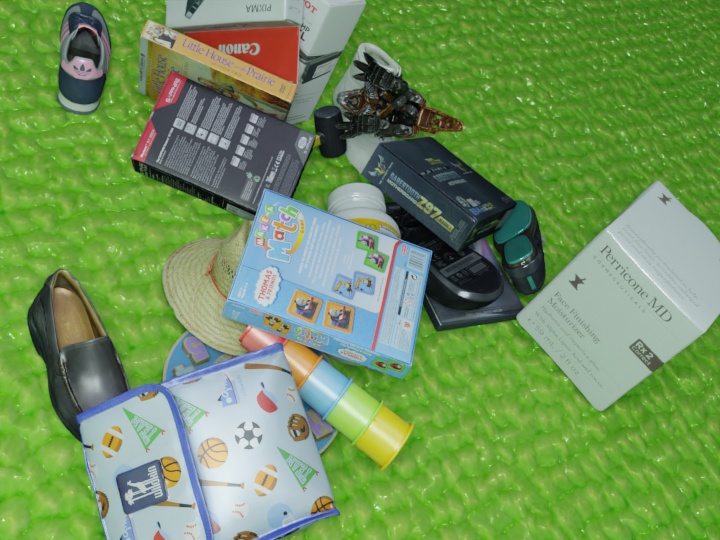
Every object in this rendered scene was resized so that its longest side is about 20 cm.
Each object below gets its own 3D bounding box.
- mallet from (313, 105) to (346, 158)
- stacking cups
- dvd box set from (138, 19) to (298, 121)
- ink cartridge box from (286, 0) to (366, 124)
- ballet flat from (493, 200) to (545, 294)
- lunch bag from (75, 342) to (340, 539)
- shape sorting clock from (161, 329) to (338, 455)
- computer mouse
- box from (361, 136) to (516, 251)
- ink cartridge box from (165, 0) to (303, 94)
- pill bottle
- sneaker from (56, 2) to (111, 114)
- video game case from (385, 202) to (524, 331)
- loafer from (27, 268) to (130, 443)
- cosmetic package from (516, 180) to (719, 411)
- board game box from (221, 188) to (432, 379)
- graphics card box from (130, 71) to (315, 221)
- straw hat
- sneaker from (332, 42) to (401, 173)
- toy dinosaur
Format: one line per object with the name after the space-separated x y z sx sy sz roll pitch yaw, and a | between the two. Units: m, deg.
-0.094 -0.160 1.229 0.041 0.067 0.199 22 37 39 | mallet
-0.040 0.123 0.961 0.199 0.061 0.061 37 44 -1 | stacking cups
-0.185 -0.230 1.190 0.197 0.146 0.030 23 68 -7 | dvd box set
-0.101 -0.320 1.263 0.145 0.201 0.084 45 38 17 | ink cartridge box
0.219 -0.027 1.267 0.072 0.074 0.201 23 26 -7 | ballet flat
-0.140 0.179 0.844 0.197 0.124 0.173 -15 76 -19 | lunch bag
-0.110 0.124 0.988 0.197 0.039 0.202 15 46 -16 | shape sorting clock
0.098 -0.011 1.185 0.137 0.053 0.200 -20 50 -36 | computer mouse
0.106 -0.105 1.204 0.157 0.051 0.199 39 22 14 | box
-0.165 -0.316 1.199 0.197 0.177 0.043 5 3 30 | ink cartridge box
0.000 0.000 1.093 0.102 0.105 0.203 9 54 -19 | pill bottle
-0.351 -0.295 1.205 0.069 0.083 0.202 5 49 -22 | sneaker
0.119 -0.013 1.242 0.141 0.019 0.202 -5 54 -30 | video game case
-0.270 0.090 0.912 0.072 0.073 0.201 -19 62 -39 | loafer
0.337 0.032 1.171 0.165 0.201 0.164 47 47 10 | cosmetic package
-0.030 0.012 0.984 0.197 0.037 0.153 21 52 -8 | board game box
-0.166 -0.145 1.152 0.197 0.051 0.127 22 73 -4 | graphics card box
-0.120 -0.005 1.038 0.197 0.086 0.203 14 37 -11 | straw hat
0.019 -0.228 1.311 0.072 0.116 0.202 -1 53 -29 | sneaker
0.045 -0.211 1.196 0.135 0.197 0.104 9 78 -53 | toy dinosaur
